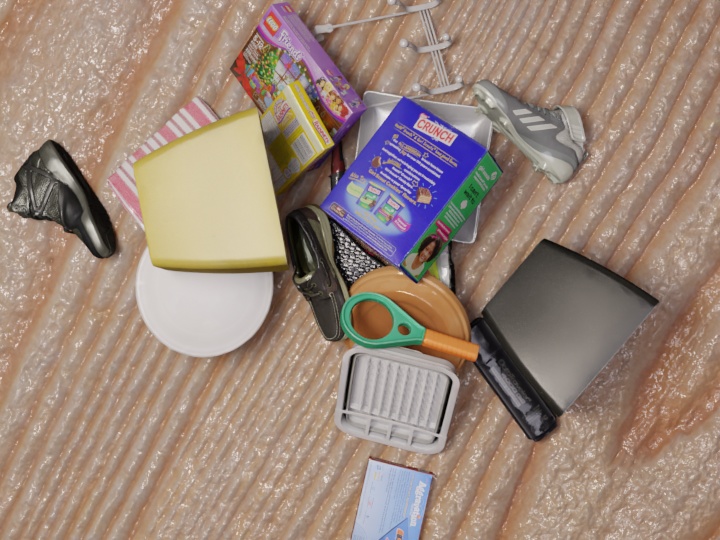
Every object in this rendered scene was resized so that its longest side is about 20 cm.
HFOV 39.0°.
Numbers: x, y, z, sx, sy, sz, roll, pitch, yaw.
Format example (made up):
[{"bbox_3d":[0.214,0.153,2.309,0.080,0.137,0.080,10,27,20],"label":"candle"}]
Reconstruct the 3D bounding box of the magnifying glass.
[{"bbox_3d":[0.068,0.085,1.408,0.197,0.022,0.080,18,59,-3],"label":"magnifying glass"}]

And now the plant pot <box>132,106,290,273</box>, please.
[{"bbox_3d":[-0.199,-0.087,1.364,0.174,0.200,0.203,-11,88,-3],"label":"plant pot"}]

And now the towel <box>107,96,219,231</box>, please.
[{"bbox_3d":[-0.270,-0.146,1.542,0.200,0.030,0.147,-41,86,4],"label":"towel"}]

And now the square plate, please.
[{"bbox_3d":[0.088,-0.153,1.511,0.197,0.028,0.201,9,93,4],"label":"square plate"}]

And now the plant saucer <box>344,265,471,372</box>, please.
[{"bbox_3d":[0.060,0.091,1.471,0.197,0.038,0.203,9,119,16],"label":"plant saucer"}]

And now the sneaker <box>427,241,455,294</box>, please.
[{"bbox_3d":[0.092,0.002,1.487,0.089,0.078,0.203,-3,102,10],"label":"sneaker"}]

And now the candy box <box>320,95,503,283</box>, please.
[{"bbox_3d":[0.070,-0.114,1.419,0.169,0.077,0.201,38,90,32],"label":"candy box"}]

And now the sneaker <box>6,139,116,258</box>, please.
[{"bbox_3d":[-0.453,-0.085,1.534,0.114,0.076,0.200,-36,86,7],"label":"sneaker"}]

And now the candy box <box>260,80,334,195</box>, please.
[{"bbox_3d":[-0.106,-0.184,1.451,0.026,0.200,0.103,-27,88,-28],"label":"candy box"}]

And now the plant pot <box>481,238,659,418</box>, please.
[{"bbox_3d":[0.282,0.068,1.429,0.177,0.199,0.200,42,95,13],"label":"plant pot"}]

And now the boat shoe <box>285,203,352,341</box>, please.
[{"bbox_3d":[-0.068,0.008,1.460,0.071,0.066,0.204,-10,93,45],"label":"boat shoe"}]

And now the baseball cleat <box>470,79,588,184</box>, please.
[{"bbox_3d":[0.249,-0.220,1.471,0.107,0.070,0.200,-47,110,-6],"label":"baseball cleat"}]

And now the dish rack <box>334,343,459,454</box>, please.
[{"bbox_3d":[0.053,0.178,1.472,0.169,0.044,0.201,14,136,6],"label":"dish rack"}]

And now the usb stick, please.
[{"bbox_3d":[0.217,0.161,1.509,0.055,0.033,0.201,-36,89,-2],"label":"usb stick"}]

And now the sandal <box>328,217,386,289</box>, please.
[{"bbox_3d":[0.000,0.000,1.513,0.075,0.045,0.200,-42,89,9],"label":"sandal"}]

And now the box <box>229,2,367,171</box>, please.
[{"bbox_3d":[-0.093,-0.263,1.467,0.201,0.039,0.137,53,131,10],"label":"box"}]

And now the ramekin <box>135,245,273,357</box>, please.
[{"bbox_3d":[-0.229,0.023,1.489,0.199,0.094,0.206,0,88,-12],"label":"ramekin"}]

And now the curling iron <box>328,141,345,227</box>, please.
[{"bbox_3d":[-0.042,-0.149,1.518,0.025,0.049,0.203,2,98,46],"label":"curling iron"}]

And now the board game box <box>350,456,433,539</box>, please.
[{"bbox_3d":[0.039,0.392,1.536,0.102,0.019,0.203,13,93,5],"label":"board game box"}]

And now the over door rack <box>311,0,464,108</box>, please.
[{"bbox_3d":[0.038,-0.311,1.474,0.197,0.067,0.150,-15,79,1],"label":"over door rack"}]
